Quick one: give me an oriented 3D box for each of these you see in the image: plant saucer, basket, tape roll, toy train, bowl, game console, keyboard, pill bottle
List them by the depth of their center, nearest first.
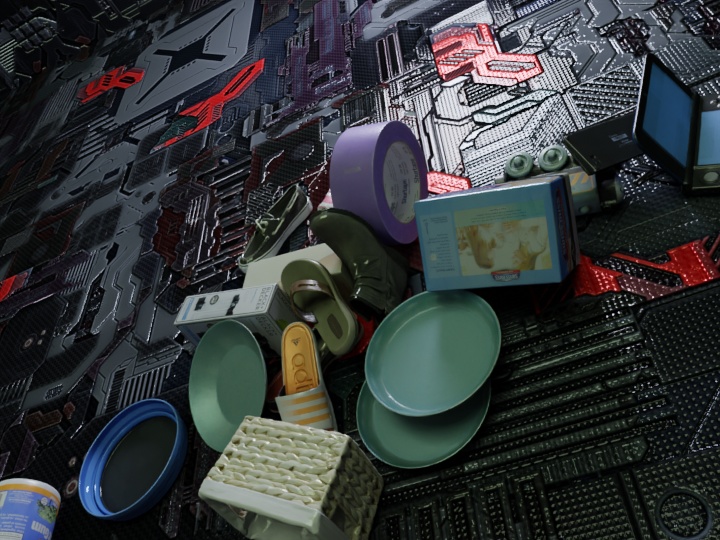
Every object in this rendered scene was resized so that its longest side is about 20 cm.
[{"bbox_3d":[-0.082,0.281,0.844,0.197,0.137,0.124,2,49,35],"label":"basket"},{"bbox_3d":[0.087,0.179,0.902,0.197,0.028,0.203,-18,45,19],"label":"plant saucer"},{"bbox_3d":[0.100,0.113,0.903,0.197,0.028,0.203,-19,44,19],"label":"plant saucer"},{"bbox_3d":[0.490,-0.218,0.930,0.168,0.119,0.202,-1,52,33],"label":"game console"},{"bbox_3d":[0.389,-0.171,0.958,0.197,0.021,0.128,-21,62,-30],"label":"keyboard"},{"bbox_3d":[0.302,-0.128,1.007,0.196,0.085,0.116,-9,60,23],"label":"toy train"},{"bbox_3d":[-0.546,0.441,1.021,0.110,0.113,0.202,-21,44,15],"label":"pill bottle"},{"bbox_3d":[-0.201,0.182,1.042,0.199,0.038,0.206,-9,77,42],"label":"plant saucer"},{"bbox_3d":[-0.369,0.310,1.078,0.197,0.040,0.203,-19,44,18],"label":"bowl"},{"bbox_3d":[0.036,-0.143,1.104,0.084,0.201,0.202,-2,50,30],"label":"tape roll"}]

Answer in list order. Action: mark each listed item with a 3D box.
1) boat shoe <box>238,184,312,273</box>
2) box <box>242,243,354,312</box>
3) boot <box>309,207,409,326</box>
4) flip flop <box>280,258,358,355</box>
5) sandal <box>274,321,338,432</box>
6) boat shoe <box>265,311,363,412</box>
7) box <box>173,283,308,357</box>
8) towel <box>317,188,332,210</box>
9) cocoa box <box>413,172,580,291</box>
[{"bbox_3d":[-0.178,-0.085,1.296,0.070,0.064,0.201,20,65,43],"label":"boat shoe"},{"bbox_3d":[-0.095,0.022,1.120,0.197,0.095,0.079,-15,45,24],"label":"box"},{"bbox_3d":[0.000,0.000,1.006,0.067,0.199,0.132,-37,29,38],"label":"boot"},{"bbox_3d":[-0.071,0.049,0.991,0.082,0.057,0.201,-58,45,23],"label":"flip flop"},{"bbox_3d":[-0.091,0.173,0.953,0.078,0.059,0.210,-20,70,15],"label":"sandal"},{"bbox_3d":[-0.080,0.135,1.030,0.200,0.063,0.071,-43,44,-7],"label":"boat shoe"},{"bbox_3d":[-0.200,0.092,1.107,0.196,0.117,0.061,-8,45,27],"label":"box"},{"bbox_3d":[0.010,-0.186,1.290,0.144,0.030,0.202,6,56,39],"label":"towel"},{"bbox_3d":[0.193,-0.052,0.930,0.197,0.136,0.131,-5,9,30],"label":"cocoa box"}]
